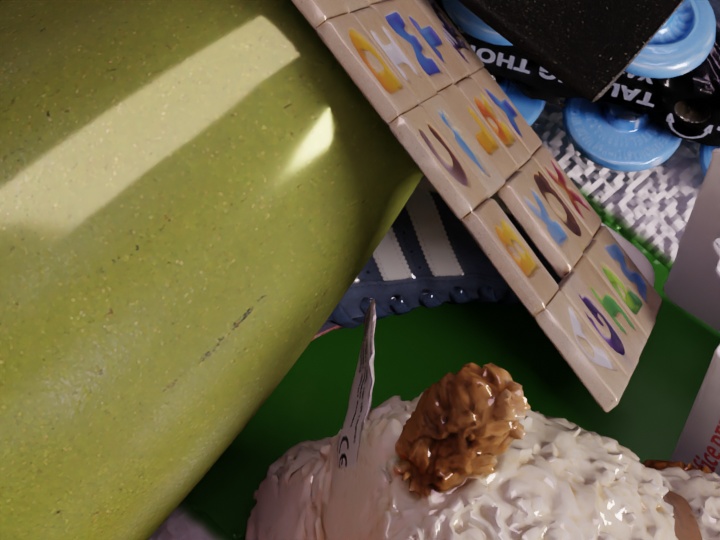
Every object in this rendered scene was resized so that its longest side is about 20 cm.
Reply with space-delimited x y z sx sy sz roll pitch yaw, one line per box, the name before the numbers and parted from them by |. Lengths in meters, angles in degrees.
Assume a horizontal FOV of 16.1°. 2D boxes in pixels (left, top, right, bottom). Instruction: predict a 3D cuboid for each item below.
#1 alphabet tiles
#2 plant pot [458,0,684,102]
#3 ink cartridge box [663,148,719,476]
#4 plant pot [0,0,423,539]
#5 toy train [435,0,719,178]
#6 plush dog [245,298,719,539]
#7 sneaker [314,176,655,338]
alphabet tiles | 0.025 -0.054 0.777 0.008 0.167 0.200 -37 91 14
plant pot | 0.061 -0.212 0.807 0.177 0.200 0.200 25 48 -12
ink cartridge box | 0.171 0.061 0.836 0.200 0.115 0.068 36 66 14
plant pot | -0.081 -0.012 0.776 0.200 0.187 0.187 -36 69 10
toy train | 0.107 -0.098 0.929 0.200 0.087 0.114 15 58 4
plush dog | 0.074 0.100 0.779 0.171 0.161 0.200 12 35 -22
sneaker | 0.000 0.000 0.886 0.200 0.075 0.085 16 81 1
